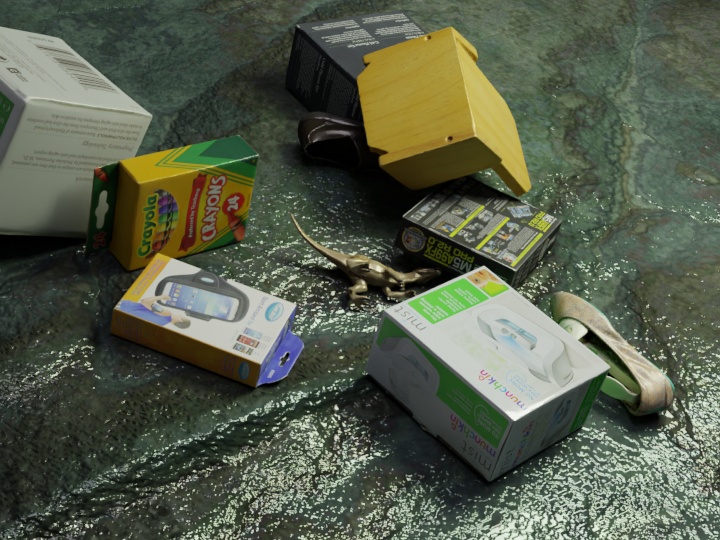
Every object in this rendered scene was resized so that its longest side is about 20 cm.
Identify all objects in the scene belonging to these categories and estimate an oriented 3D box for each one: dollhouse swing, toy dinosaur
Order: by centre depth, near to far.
[{"bbox_3d":[0.000,0.000,1.647,0.198,0.059,0.101,18,20,-9],"label":"toy dinosaur"},{"bbox_3d":[0.112,-0.182,1.808,0.180,0.176,0.201,-17,52,10],"label":"dollhouse swing"}]

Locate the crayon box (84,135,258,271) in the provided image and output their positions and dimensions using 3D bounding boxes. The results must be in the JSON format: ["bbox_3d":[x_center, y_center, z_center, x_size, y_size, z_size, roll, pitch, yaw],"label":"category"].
[{"bbox_3d":[-0.220,-0.076,1.593,0.199,0.128,0.051,-17,46,-35],"label":"crayon box"}]

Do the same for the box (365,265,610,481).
[{"bbox_3d":[0.137,0.110,1.502,0.176,0.097,0.200,-20,49,-41],"label":"box"}]

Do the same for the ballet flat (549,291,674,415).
[{"bbox_3d":[0.278,0.097,1.596,0.067,0.069,0.200,-25,50,-32],"label":"ballet flat"}]

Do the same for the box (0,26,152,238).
[{"bbox_3d":[-0.392,-0.161,1.562,0.199,0.172,0.199,39,22,29],"label":"box"}]

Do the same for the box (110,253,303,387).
[{"bbox_3d":[-0.162,0.057,1.511,0.198,0.042,0.119,18,36,8],"label":"box"}]

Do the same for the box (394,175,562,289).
[{"bbox_3d":[0.153,-0.048,1.737,0.159,0.045,0.200,26,29,14],"label":"box"}]

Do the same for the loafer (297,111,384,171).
[{"bbox_3d":[0.010,-0.159,1.841,0.198,0.073,0.072,7,41,2],"label":"loafer"}]

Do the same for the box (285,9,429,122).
[{"bbox_3d":[0.025,-0.277,1.964,0.199,0.105,0.182,-14,45,-33],"label":"box"}]
